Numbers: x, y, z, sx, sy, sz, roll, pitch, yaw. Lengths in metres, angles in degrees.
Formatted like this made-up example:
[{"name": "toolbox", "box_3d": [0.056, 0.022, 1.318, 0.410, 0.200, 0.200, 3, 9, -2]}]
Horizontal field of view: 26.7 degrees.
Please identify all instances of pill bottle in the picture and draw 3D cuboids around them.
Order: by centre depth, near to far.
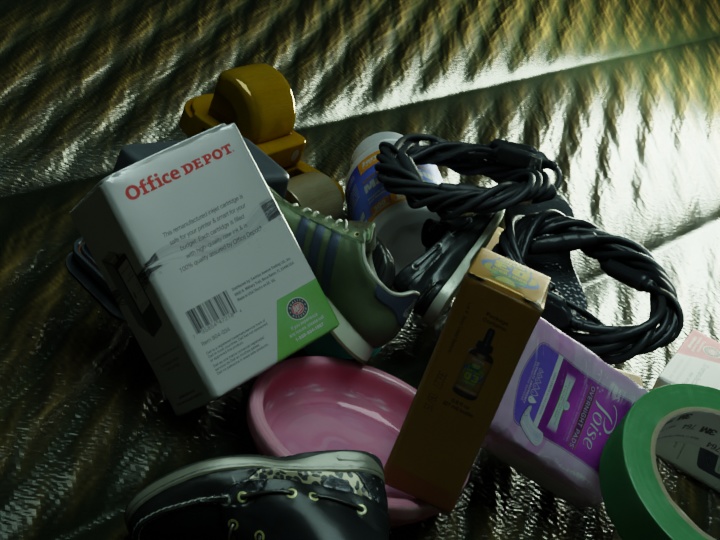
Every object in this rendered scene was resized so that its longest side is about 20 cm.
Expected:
[{"name": "pill bottle", "box_3d": [0.042, -0.072, 1.659, 0.111, 0.113, 0.201, 12, 29, -18]}]

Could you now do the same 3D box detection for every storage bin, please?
[{"name": "storage bin", "box_3d": [-0.157, -0.043, 1.437, 0.199, 0.136, 0.145, -11, 41, -45]}]

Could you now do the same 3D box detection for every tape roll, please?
[{"name": "tape roll", "box_3d": [0.300, 0.190, 1.280, 0.198, 0.048, 0.202, 15, 45, -15]}]

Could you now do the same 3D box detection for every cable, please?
[{"name": "cable", "box_3d": [0.222, 0.015, 1.478, 0.198, 0.051, 0.163, 25, 39, 16]}, {"name": "cable", "box_3d": [0.096, -0.094, 1.548, 0.198, 0.051, 0.163, 17, 32, 31]}]

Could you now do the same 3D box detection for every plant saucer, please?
[{"name": "plant saucer", "box_3d": [-0.006, 0.151, 1.288, 0.198, 0.051, 0.201, 17, 28, -9]}]

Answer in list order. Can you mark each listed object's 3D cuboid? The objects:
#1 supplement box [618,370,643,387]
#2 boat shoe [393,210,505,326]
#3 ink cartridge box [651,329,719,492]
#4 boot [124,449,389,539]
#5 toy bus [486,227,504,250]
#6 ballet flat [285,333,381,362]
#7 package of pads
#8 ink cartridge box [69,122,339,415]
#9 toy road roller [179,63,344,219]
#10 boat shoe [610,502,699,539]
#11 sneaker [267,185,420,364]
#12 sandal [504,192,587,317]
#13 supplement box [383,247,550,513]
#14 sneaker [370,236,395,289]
[{"name": "supplement box", "box_3d": [0.173, 0.117, 1.448, 0.198, 0.067, 0.069, 16, 27, -11]}, {"name": "boat shoe", "box_3d": [0.086, -0.023, 1.510, 0.066, 0.075, 0.200, 32, 46, 5]}, {"name": "ink cartridge box", "box_3d": [0.389, 0.162, 1.521, 0.199, 0.085, 0.145, 30, 29, 15]}, {"name": "boot", "box_3d": [-0.063, 0.214, 1.104, 0.201, 0.074, 0.155, -6, 49, -15]}, {"name": "toy bus", "box_3d": [0.155, 0.030, 1.595, 0.064, 0.079, 0.201, 4, 32, -28]}, {"name": "ballet flat", "box_3d": [-0.072, 0.051, 1.417, 0.198, 0.069, 0.072, 2, 13, -34]}, {"name": "package of pads", "box_3d": [0.151, 0.112, 1.324, 0.199, 0.122, 0.075, 34, -17, -28]}, {"name": "ink cartridge box", "box_3d": [-0.132, -0.003, 1.290, 0.145, 0.084, 0.202, -28, 91, -35]}, {"name": "toy road roller", "box_3d": [-0.105, -0.129, 1.616, 0.199, 0.147, 0.123, 33, 29, 21]}, {"name": "boat shoe", "box_3d": [0.297, 0.265, 1.287, 0.072, 0.066, 0.200, -4, 37, -40]}, {"name": "sneaker", "box_3d": [-0.026, -0.020, 1.368, 0.201, 0.090, 0.067, 52, 6, 10]}, {"name": "sandal", "box_3d": [0.186, -0.013, 1.568, 0.075, 0.043, 0.202, 9, 43, -9]}, {"name": "supplement box", "box_3d": [0.083, 0.087, 1.192, 0.066, 0.202, 0.069, 25, 27, 7]}, {"name": "sneaker", "box_3d": [0.000, 0.000, 1.483, 0.088, 0.075, 0.199, 20, -3, -26]}]
